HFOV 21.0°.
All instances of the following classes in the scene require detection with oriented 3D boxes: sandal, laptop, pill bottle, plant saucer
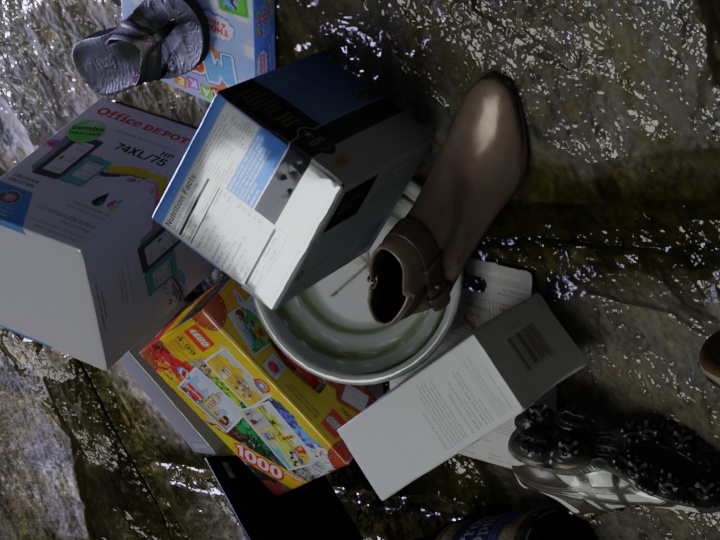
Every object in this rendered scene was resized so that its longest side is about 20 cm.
[{"bbox_3d":[-0.199,-0.190,1.719,0.200,0.048,0.076,-20,110,52],"label":"sandal"},{"bbox_3d":[-0.051,0.279,1.953,0.178,0.103,0.201,55,171,44],"label":"laptop"},{"bbox_3d":[0.127,0.295,1.885,0.199,0.112,0.112,-16,114,48],"label":"pill bottle"},{"bbox_3d":[0.000,0.000,1.734,0.199,0.050,0.202,2,97,17],"label":"plant saucer"}]

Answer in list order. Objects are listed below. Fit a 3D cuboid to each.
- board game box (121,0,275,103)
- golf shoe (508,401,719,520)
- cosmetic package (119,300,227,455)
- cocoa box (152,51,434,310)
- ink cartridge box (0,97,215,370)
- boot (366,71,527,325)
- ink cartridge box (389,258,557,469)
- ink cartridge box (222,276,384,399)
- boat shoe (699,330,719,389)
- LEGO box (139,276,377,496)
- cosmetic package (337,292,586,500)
[{"bbox_3d":[-0.143,-0.240,1.692,0.151,0.037,0.201,25,140,23],"label":"board game box"},{"bbox_3d":[0.227,0.178,1.704,0.199,0.078,0.095,17,140,13],"label":"golf shoe"},{"bbox_3d":[-0.192,0.089,1.982,0.200,0.090,0.107,53,165,-6],"label":"cosmetic package"},{"bbox_3d":[-0.053,-0.079,1.601,0.131,0.200,0.134,36,116,11],"label":"cocoa box"},{"bbox_3d":[-0.242,-0.038,1.836,0.146,0.200,0.147,19,135,28],"label":"ink cartridge box"},{"bbox_3d":[0.065,-0.048,1.588,0.070,0.146,0.201,28,136,25],"label":"boot"},{"bbox_3d":[0.101,0.073,1.773,0.160,0.050,0.202,13,115,34],"label":"ink cartridge box"},{"bbox_3d":[-0.052,0.103,1.923,0.162,0.057,0.201,15,129,32],"label":"ink cartridge box"},{"bbox_3d":[0.363,0.103,1.526,0.201,0.075,0.075,15,140,32],"label":"boat shoe"},{"bbox_3d":[-0.094,0.107,1.866,0.200,0.077,0.149,47,145,-8],"label":"LEGO box"},{"bbox_3d":[0.086,0.111,1.697,0.081,0.113,0.200,55,133,5],"label":"cosmetic package"}]
